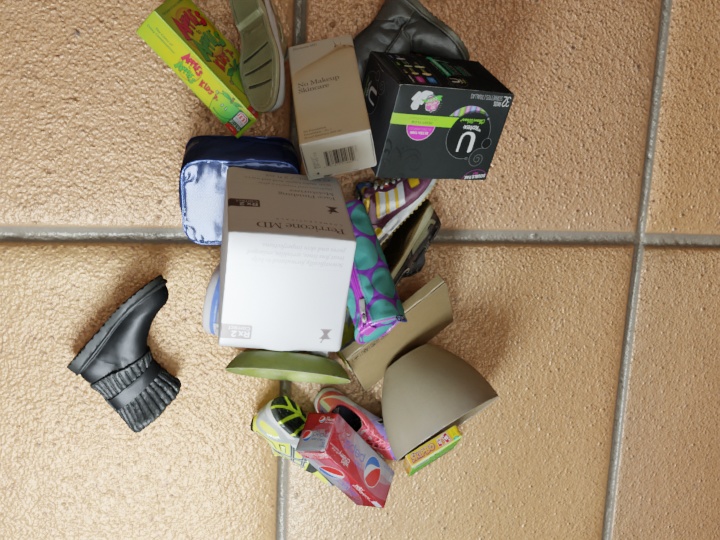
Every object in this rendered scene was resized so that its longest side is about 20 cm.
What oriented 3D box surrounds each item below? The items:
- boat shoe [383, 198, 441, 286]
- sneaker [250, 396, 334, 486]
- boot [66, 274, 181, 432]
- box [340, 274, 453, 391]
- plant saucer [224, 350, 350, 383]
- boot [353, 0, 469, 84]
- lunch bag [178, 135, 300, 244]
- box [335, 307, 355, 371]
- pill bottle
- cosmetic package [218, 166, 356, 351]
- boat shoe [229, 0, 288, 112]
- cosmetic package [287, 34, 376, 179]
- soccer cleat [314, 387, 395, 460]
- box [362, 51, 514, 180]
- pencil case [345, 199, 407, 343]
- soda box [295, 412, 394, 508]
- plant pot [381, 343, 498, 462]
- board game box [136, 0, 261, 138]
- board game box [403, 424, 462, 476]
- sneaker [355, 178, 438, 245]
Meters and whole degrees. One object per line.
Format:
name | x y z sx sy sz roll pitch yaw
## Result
boat shoe | 0.076 -0.022 1.272 0.065 0.073 0.202 41 70 -25
sneaker | -0.102 0.288 1.310 0.075 0.076 0.201 -26 117 27
boot | -0.327 0.127 1.203 0.158 0.080 0.211 43 98 -11
box | 0.066 0.107 1.281 0.199 0.164 0.021 -38 63 -7
plant saucer | -0.111 0.149 1.216 0.195 0.200 0.032 8 77 -16
boot | 0.051 -0.316 1.231 0.180 0.073 0.202 36 84 -5
lunch bag | -0.171 -0.127 1.171 0.195 0.133 0.139 1 119 -12
box | -0.030 0.051 1.289 0.116 0.048 0.202 -37 109 -6
pill bottle | -0.132 0.062 1.198 0.195 0.114 0.117 13 97 3
cosmetic package | -0.106 -0.018 1.051 0.161 0.201 0.168 3 119 -13
boat shoe | -0.136 -0.324 1.145 0.068 0.074 0.205 7 70 -57
cosmetic package | -0.042 -0.234 1.111 0.101 0.203 0.074 -12 145 1
soccer cleat | 0.009 0.271 1.325 0.198 0.073 0.069 36 90 -18
box | 0.105 -0.233 1.193 0.196 0.125 0.151 -2 127 -25
pencil case | 0.000 0.000 1.178 0.084 0.092 0.204 -26 75 21
soda box | -0.021 0.312 1.284 0.201 0.062 0.071 52 47 -39
plant pot | 0.111 0.204 1.296 0.198 0.201 0.136 -30 74 -8
board game box | -0.220 -0.300 1.140 0.047 0.102 0.200 -33 111 31
board game box | 0.118 0.306 1.316 0.094 0.201 0.030 -30 70 -8
sneaker | 0.044 -0.124 1.263 0.090 0.075 0.201 42 86 -19
